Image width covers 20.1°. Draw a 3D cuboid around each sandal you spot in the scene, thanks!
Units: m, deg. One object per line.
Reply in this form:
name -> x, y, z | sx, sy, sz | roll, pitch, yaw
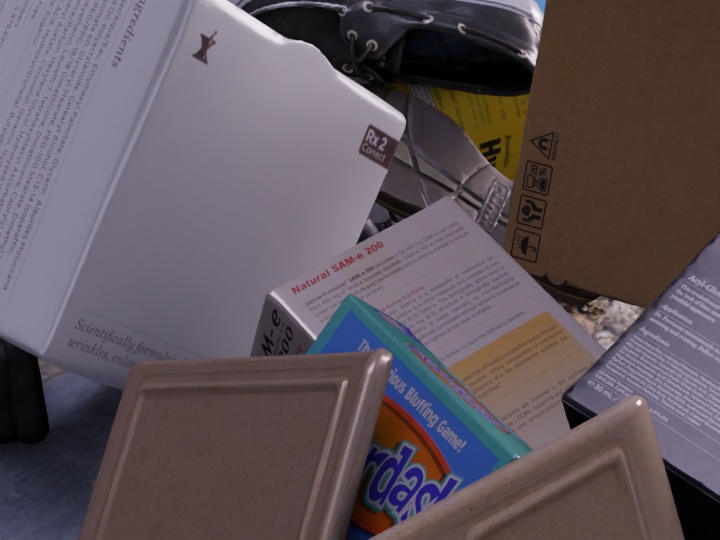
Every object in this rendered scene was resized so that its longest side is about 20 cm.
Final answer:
sandal -> 0.059, -0.037, 1.218 | 0.199, 0.055, 0.082 | 30, 50, -2

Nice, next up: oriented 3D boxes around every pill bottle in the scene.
pill bottle -> 0.073, -0.108, 1.322 | 0.199, 0.112, 0.111 | -19, 33, -21

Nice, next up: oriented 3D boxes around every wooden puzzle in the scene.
wooden puzzle -> -0.066, 0.127, 0.877 | 0.199, 0.037, 0.186 | -8, 60, 50
wooden puzzle -> 0.061, 0.169, 0.782 | 0.199, 0.186, 0.037 | -26, 16, -33

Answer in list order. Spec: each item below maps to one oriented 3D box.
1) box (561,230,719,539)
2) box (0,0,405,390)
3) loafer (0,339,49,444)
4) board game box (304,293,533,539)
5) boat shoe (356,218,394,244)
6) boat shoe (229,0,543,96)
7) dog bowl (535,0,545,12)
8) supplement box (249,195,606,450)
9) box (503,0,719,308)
box -> 0.209, 0.076, 0.873 | 0.200, 0.079, 0.141 | 34, 70, 33
box -> -0.108, -0.041, 1.079 | 0.130, 0.201, 0.199 | 21, -4, 37
loafer -> -0.231, 0.031, 1.172 | 0.071, 0.073, 0.200 | -11, 31, -14
board game box -> -0.015, 0.130, 0.879 | 0.200, 0.045, 0.152 | -55, 37, 5
boat shoe -> 0.000, 0.000, 1.180 | 0.199, 0.067, 0.070 | 14, 36, 29
boat shoe -> 0.017, -0.143, 1.228 | 0.199, 0.069, 0.057 | 4, 50, -6
dog bowl -> 0.069, -0.170, 1.488 | 0.199, 0.050, 0.112 | -2, 31, 6
supplement box -> 0.055, 0.072, 0.992 | 0.126, 0.074, 0.200 | -27, 61, -32
box -> 0.160, -0.078, 1.033 | 0.163, 0.201, 0.021 | 17, 16, 30
